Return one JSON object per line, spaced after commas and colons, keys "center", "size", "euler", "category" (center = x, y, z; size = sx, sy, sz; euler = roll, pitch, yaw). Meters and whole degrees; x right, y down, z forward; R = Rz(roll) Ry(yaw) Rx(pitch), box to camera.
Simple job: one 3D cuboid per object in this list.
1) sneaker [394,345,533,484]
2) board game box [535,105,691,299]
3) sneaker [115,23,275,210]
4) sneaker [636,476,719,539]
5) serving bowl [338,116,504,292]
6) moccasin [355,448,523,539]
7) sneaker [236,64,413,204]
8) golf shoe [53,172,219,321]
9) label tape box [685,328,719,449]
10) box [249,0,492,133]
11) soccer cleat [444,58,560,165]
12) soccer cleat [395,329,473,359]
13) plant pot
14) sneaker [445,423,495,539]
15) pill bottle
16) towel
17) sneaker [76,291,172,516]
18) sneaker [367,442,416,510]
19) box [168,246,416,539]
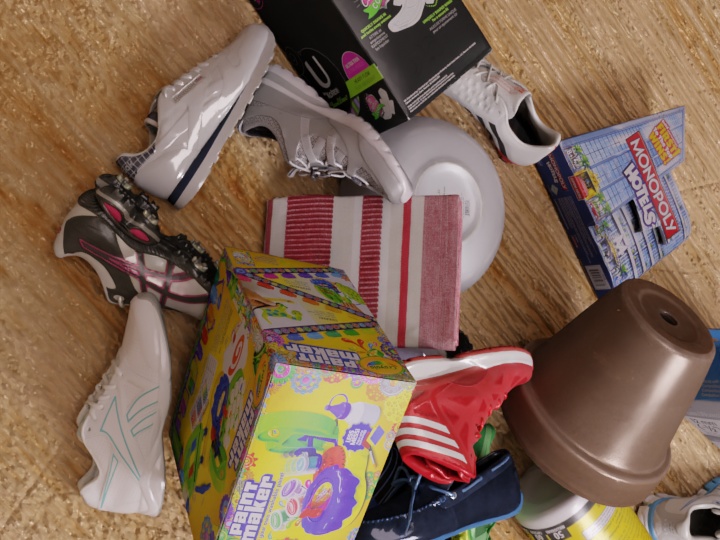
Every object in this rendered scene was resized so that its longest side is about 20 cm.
{"center": [0.098, 0.139, 0.884], "size": [0.197, 0.078, 0.118], "euler": [-3, 73, -36], "category": "sneaker"}
{"center": [0.326, -0.101, 1.115], "size": [0.198, 0.061, 0.203], "euler": [-33, 101, -24], "category": "board game box"}
{"center": [-0.149, -0.159, 0.879], "size": [0.080, 0.076, 0.202], "euler": [31, 72, -11], "category": "sneaker"}
{"center": [0.434, 0.298, 1.129], "size": [0.196, 0.086, 0.077], "euler": [-7, 88, -28], "category": "sneaker"}
{"center": [0.077, -0.067, 0.986], "size": [0.196, 0.065, 0.205], "euler": [2, 86, -27], "category": "serving bowl"}
{"center": [0.068, 0.215, 0.896], "size": [0.197, 0.080, 0.070], "euler": [-7, 92, -38], "category": "moccasin"}
{"center": [-0.034, -0.113, 0.900], "size": [0.199, 0.075, 0.082], "euler": [36, 85, 24], "category": "sneaker"}
{"center": [-0.185, 0.004, 0.858], "size": [0.088, 0.077, 0.200], "euler": [-44, 110, 6], "category": "golf shoe"}
{"center": [0.440, 0.149, 1.108], "size": [0.199, 0.143, 0.067], "euler": [38, 71, -19], "category": "label tape box"}
{"center": [0.001, -0.247, 0.912], "size": [0.124, 0.148, 0.202], "euler": [-39, 102, -22], "category": "box"}
{"center": [0.138, -0.194, 1.013], "size": [0.200, 0.085, 0.069], "euler": [46, 69, -17], "category": "soccer cleat"}
{"center": [0.062, 0.078, 0.977], "size": [0.201, 0.072, 0.069], "euler": [53, 41, -32], "category": "soccer cleat"}
{"center": [0.268, 0.109, 0.962], "size": [0.197, 0.176, 0.202], "euler": [23, 32, -15], "category": "plant pot"}
{"center": [0.122, 0.255, 0.982], "size": [0.082, 0.074, 0.205], "euler": [0, 86, -22], "category": "sneaker"}
{"center": [0.261, 0.303, 1.027], "size": [0.111, 0.111, 0.201], "euler": [-43, 104, -22], "category": "pill bottle"}
{"center": [0.000, 0.000, 0.902], "size": [0.196, 0.023, 0.147], "euler": [1, 81, 15], "category": "towel"}
{"center": [-0.206, 0.119, 0.815], "size": [0.079, 0.070, 0.205], "euler": [4, 99, -16], "category": "sneaker"}
{"center": [0.009, 0.187, 0.937], "size": [0.077, 0.070, 0.203], "euler": [-32, 108, -27], "category": "sneaker"}
{"center": [-0.070, 0.120, 0.789], "size": [0.120, 0.193, 0.203], "euler": [11, 113, -25], "category": "box"}
